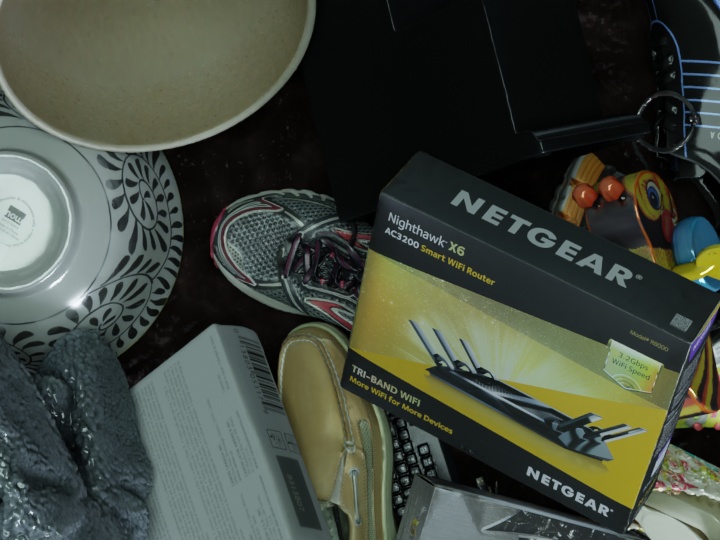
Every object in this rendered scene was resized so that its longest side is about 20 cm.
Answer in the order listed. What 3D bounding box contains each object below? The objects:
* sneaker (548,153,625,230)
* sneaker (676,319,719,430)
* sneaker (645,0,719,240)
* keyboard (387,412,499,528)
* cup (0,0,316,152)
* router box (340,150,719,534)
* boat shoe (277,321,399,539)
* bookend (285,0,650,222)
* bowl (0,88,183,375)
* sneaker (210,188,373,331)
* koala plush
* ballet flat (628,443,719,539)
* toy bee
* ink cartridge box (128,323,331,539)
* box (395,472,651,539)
[{"bbox_3d":[0.138,0.029,1.317,0.077,0.078,0.202,20,89,-4],"label":"sneaker"},{"bbox_3d":[0.232,0.077,1.313,0.199,0.078,0.091,-21,102,9],"label":"sneaker"},{"bbox_3d":[0.215,-0.110,1.319,0.077,0.070,0.201,-28,89,-6],"label":"sneaker"},{"bbox_3d":[0.050,0.177,1.334,0.103,0.040,0.202,-18,89,3],"label":"keyboard"},{"bbox_3d":[-0.140,-0.195,1.288,0.199,0.201,0.144,-21,50,2],"label":"cup"},{"bbox_3d":[0.094,0.043,1.210,0.199,0.052,0.158,26,132,17],"label":"router box"},{"bbox_3d":[-0.020,0.134,1.305,0.071,0.076,0.202,-14,91,36],"label":"boat shoe"},{"bbox_3d":[0.053,-0.150,1.259,0.092,0.198,0.202,-13,87,-37],"label":"bookend"},{"bbox_3d":[-0.217,-0.029,1.324,0.199,0.094,0.203,0,88,3],"label":"bowl"},{"bbox_3d":[0.000,0.000,1.323,0.198,0.075,0.081,18,90,4],"label":"sneaker"},{"bbox_3d":[-0.243,0.153,1.263,0.199,0.177,0.185,-28,72,23],"label":"koala plush"},{"bbox_3d":[0.230,0.165,1.297,0.199,0.064,0.076,21,130,-8],"label":"ballet flat"},{"bbox_3d":[0.160,-0.012,1.238,0.131,0.108,0.201,-38,61,25],"label":"toy bee"},{"bbox_3d":[-0.123,0.153,1.305,0.200,0.057,0.163,-39,57,27],"label":"ink cartridge box"},{"bbox_3d":[0.083,0.243,1.299,0.157,0.048,0.202,17,91,-16],"label":"box"}]
